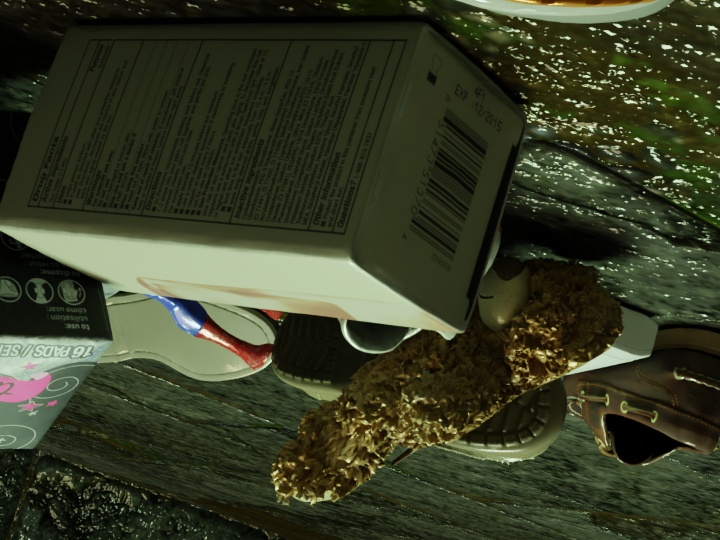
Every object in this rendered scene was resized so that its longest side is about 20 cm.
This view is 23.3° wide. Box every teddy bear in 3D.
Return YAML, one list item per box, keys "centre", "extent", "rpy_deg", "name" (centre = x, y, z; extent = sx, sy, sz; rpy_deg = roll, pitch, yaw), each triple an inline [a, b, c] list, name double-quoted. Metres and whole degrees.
- centre: [0.035, 0.052, 0.889]
  extent: [0.200, 0.067, 0.145]
  rpy_deg: [-32, -179, 37]
  name: "teddy bear"

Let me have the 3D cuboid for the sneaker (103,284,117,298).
- centre: [-0.205, -0.026, 1.084]
  extent: [0.071, 0.073, 0.200]
  rpy_deg: [55, -164, 22]
  name: "sneaker"

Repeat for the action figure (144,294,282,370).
- centre: [-0.134, -0.014, 1.017]
  extent: [0.200, 0.066, 0.052]
  rpy_deg: [28, 154, -10]
  name: "action figure"

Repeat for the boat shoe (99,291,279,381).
- centre: [-0.134, 0.034, 1.287]
  extent: [0.199, 0.073, 0.063]
  rpy_deg: [2, -156, 32]
  name: "boat shoe"

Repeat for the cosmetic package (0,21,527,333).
- centre: [-0.044, -0.041, 0.730]
  extent: [0.199, 0.104, 0.087]
  rpy_deg: [8, 163, 38]
  name: "cosmetic package"

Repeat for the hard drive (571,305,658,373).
- centre: [0.074, 0.031, 1.042]
  extent: [0.132, 0.027, 0.200]
  rpy_deg: [20, 167, -14]
  name: "hard drive"

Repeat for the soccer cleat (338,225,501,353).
- centre: [0.000, 0.000, 0.876]
  extent: [0.068, 0.085, 0.200]
  rpy_deg: [23, 165, -27]
  name: "soccer cleat"

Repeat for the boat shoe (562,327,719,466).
- centre: [0.165, 0.081, 1.044]
  extent: [0.070, 0.071, 0.200]
  rpy_deg: [17, 168, -8]
  name: "boat shoe"

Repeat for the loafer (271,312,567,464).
- centre: [0.040, 0.061, 1.005]
  extent: [0.200, 0.076, 0.067]
  rpy_deg: [18, 172, 38]
  name: "loafer"

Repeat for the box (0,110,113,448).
- centre: [-0.234, 0.005, 0.803]
  extent: [0.199, 0.133, 0.115]
  rpy_deg: [3, 147, -31]
  name: "box"

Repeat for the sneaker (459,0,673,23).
- centre: [0.003, -0.111, 0.483]
  extent: [0.199, 0.076, 0.092]
  rpy_deg: [21, 176, 17]
  name: "sneaker"
